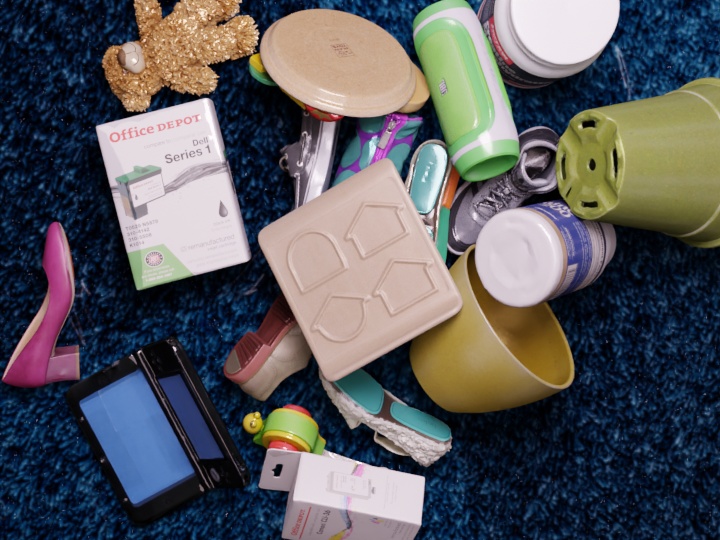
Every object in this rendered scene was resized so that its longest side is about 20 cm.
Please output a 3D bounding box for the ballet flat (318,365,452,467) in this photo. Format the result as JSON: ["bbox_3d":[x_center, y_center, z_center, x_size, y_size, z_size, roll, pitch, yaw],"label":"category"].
[{"bbox_3d":[0.022,0.186,1.368,0.198,0.072,0.072,32,92,-4],"label":"ballet flat"}]

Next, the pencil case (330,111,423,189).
[{"bbox_3d":[0.006,-0.105,1.330,0.084,0.092,0.203,19,94,-5],"label":"pencil case"}]

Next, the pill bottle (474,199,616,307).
[{"bbox_3d":[0.228,-0.026,1.293,0.109,0.199,0.113,7,102,35],"label":"pill bottle"}]

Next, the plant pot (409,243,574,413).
[{"bbox_3d":[0.143,0.092,1.319,0.142,0.200,0.201,-39,96,27],"label":"plant pot"}]

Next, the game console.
[{"bbox_3d":[-0.249,0.202,1.327,0.116,0.175,0.202,-31,96,-29],"label":"game console"}]

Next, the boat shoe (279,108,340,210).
[{"bbox_3d":[-0.067,-0.145,1.336,0.065,0.070,0.204,11,93,4],"label":"boat shoe"}]

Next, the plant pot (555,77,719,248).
[{"bbox_3d":[0.334,-0.123,1.266,0.187,0.199,0.204,-4,95,-27],"label":"plant pot"}]

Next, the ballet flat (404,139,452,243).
[{"bbox_3d":[0.070,-0.060,1.333,0.066,0.062,0.203,21,87,8],"label":"ballet flat"}]

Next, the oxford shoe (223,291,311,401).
[{"bbox_3d":[-0.080,0.076,1.361,0.200,0.070,0.075,-44,122,-1],"label":"oxford shoe"}]

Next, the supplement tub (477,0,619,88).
[{"bbox_3d":[0.216,-0.293,1.275,0.137,0.200,0.143,0,94,-3],"label":"supplement tub"}]

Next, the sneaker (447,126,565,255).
[{"bbox_3d":[0.177,-0.099,1.330,0.075,0.114,0.200,44,90,-5],"label":"sneaker"}]

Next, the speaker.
[{"bbox_3d":[0.123,-0.212,1.279,0.087,0.089,0.203,-16,74,-2],"label":"speaker"}]

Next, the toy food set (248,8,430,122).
[{"bbox_3d":[-0.026,-0.242,1.284,0.198,0.049,0.199,42,48,21],"label":"toy food set"}]

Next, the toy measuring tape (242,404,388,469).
[{"bbox_3d":[-0.053,0.217,1.355,0.197,0.074,0.075,21,93,-1],"label":"toy measuring tape"}]

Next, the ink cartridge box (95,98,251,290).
[{"bbox_3d":[-0.225,-0.094,1.319,0.143,0.084,0.204,-15,95,-3],"label":"ink cartridge box"}]

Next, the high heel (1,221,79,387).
[{"bbox_3d":[-0.395,0.044,1.324,0.094,0.067,0.204,-4,98,-14],"label":"high heel"}]

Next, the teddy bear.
[{"bbox_3d":[-0.220,-0.276,1.316,0.196,0.067,0.148,-11,92,-3],"label":"teddy bear"}]

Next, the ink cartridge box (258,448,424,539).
[{"bbox_3d":[-0.030,0.288,1.337,0.196,0.117,0.068,12,52,-4],"label":"ink cartridge box"}]

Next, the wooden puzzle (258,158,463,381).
[{"bbox_3d":[0.000,0.000,1.261,0.183,0.046,0.203,-29,79,8],"label":"wooden puzzle"}]

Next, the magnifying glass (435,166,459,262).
[{"bbox_3d":[0.095,-0.058,1.354,0.022,0.079,0.203,21,81,-21],"label":"magnifying glass"}]
